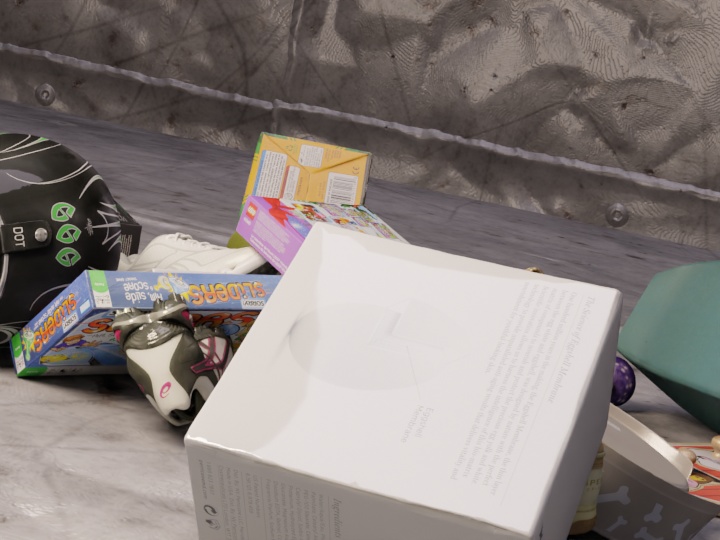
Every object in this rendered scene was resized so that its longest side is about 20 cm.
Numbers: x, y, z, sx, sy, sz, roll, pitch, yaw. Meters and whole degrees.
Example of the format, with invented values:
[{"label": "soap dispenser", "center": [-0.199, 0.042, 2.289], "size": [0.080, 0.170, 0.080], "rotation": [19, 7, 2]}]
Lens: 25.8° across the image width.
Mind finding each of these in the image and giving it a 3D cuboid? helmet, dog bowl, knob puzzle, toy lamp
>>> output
[{"label": "helmet", "center": [-0.299, -0.025, 1.337], "size": [0.199, 0.202, 0.190], "rotation": [15, 12, 26]}, {"label": "dog bowl", "center": [0.165, 0.133, 1.131], "size": [0.199, 0.059, 0.200], "rotation": [33, 8, -5]}, {"label": "knob puzzle", "center": [0.301, 0.170, 1.333], "size": [0.218, 0.031, 0.220], "rotation": [10, 10, -2]}, {"label": "toy lamp", "center": [0.207, 0.115, 1.486], "size": [0.058, 0.059, 0.200], "rotation": [15, 10, 28]}]

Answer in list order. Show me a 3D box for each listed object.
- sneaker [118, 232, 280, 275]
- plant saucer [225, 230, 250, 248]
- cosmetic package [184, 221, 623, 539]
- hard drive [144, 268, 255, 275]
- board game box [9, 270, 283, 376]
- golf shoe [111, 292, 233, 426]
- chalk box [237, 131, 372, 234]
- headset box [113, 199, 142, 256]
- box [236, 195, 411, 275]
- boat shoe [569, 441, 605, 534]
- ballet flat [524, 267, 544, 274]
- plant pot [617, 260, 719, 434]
[{"label": "sneaker", "center": [-0.158, -0.001, 1.444], "size": [0.199, 0.082, 0.075], "rotation": [-16, -19, 32]}, {"label": "plant saucer", "center": [-0.042, 0.011, 1.598], "size": [0.198, 0.031, 0.201], "rotation": [6, -34, 4]}, {"label": "cosmetic package", "center": [0.032, 0.095, 0.922], "size": [0.198, 0.124, 0.200], "rotation": [13, 43, 18]}, {"label": "hard drive", "center": [-0.135, 0.040, 1.397], "size": [0.199, 0.027, 0.132], "rotation": [5, -29, -42]}, {"label": "board game box", "center": [-0.169, 0.044, 1.295], "size": [0.199, 0.035, 0.135], "rotation": [1, -27, -40]}, {"label": "golf shoe", "center": [-0.142, 0.085, 1.239], "size": [0.077, 0.089, 0.200], "rotation": [-20, -16, 5]}, {"label": "chalk box", "center": [-0.066, -0.031, 1.681], "size": [0.123, 0.126, 0.201], "rotation": [11, -34, -1]}, {"label": "headset box", "center": [-0.344, -0.031, 1.620], "size": [0.198, 0.094, 0.174], "rotation": [7, 10, -22]}, {"label": "box", "center": [0.000, 0.000, 1.362], "size": [0.136, 0.039, 0.200], "rotation": [4, 27, -40]}, {"label": "boat shoe", "center": [0.065, 0.118, 1.043], "size": [0.198, 0.063, 0.073], "rotation": [13, 10, 18]}, {"label": "ballet flat", "center": [0.175, 0.075, 1.371], "size": [0.070, 0.065, 0.201], "rotation": [12, 39, -46]}, {"label": "plant pot", "center": [0.350, 0.077, 1.508], "size": [0.141, 0.142, 0.200], "rotation": [39, -12, -31]}]
